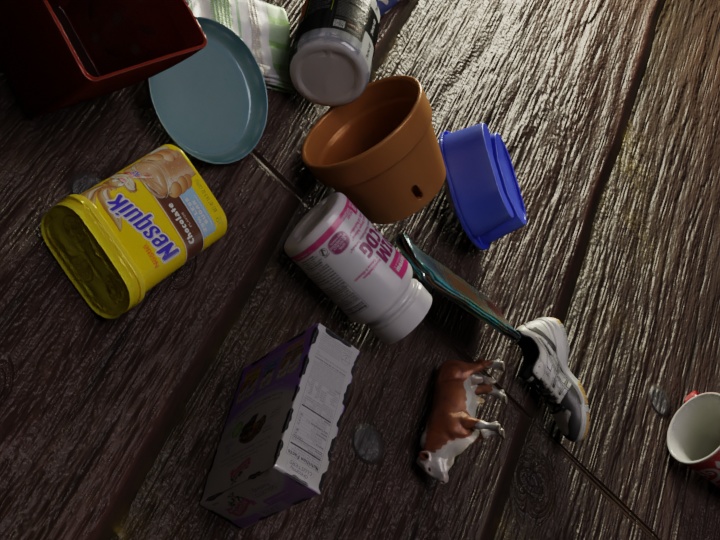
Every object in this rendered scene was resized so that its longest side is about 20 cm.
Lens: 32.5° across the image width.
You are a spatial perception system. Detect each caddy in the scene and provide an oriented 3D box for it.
[{"bbox_3d":[0.183,-0.134,1.951,0.141,0.104,0.202,20,53,-63],"label":"caddy"}]

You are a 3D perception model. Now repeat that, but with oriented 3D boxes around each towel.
[{"bbox_3d":[0.144,0.025,1.829,0.199,0.022,0.147,33,12,-27],"label":"towel"},{"bbox_3d":[-0.176,-0.342,1.775,0.198,0.031,0.151,7,65,-41],"label":"towel"}]

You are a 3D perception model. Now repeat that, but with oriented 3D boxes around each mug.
[{"bbox_3d":[0.645,0.300,2.136,0.199,0.133,0.179,37,50,-27],"label":"mug"}]

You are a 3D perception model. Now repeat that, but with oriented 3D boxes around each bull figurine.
[{"bbox_3d":[0.142,0.205,1.734,0.065,0.120,0.201,71,21,-45],"label":"bull figurine"}]

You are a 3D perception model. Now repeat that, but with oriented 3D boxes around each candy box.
[{"bbox_3d":[-0.096,0.187,1.474,0.071,0.167,0.201,34,50,-22],"label":"candy box"}]

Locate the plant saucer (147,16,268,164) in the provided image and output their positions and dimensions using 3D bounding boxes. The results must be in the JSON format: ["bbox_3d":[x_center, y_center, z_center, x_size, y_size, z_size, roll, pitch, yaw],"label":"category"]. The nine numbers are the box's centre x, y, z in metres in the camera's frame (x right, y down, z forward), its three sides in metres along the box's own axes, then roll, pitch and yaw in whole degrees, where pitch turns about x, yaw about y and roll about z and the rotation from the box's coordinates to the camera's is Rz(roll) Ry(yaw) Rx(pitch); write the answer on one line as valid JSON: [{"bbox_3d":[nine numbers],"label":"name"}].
[{"bbox_3d":[-0.210,-0.241,1.669,0.199,0.027,0.203,11,75,-43],"label":"plant saucer"}]

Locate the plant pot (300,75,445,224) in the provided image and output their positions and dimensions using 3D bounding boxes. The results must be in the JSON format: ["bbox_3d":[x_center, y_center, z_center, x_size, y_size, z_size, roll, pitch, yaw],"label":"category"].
[{"bbox_3d":[0.032,-0.163,1.776,0.141,0.198,0.201,55,41,-31],"label":"plant pot"}]

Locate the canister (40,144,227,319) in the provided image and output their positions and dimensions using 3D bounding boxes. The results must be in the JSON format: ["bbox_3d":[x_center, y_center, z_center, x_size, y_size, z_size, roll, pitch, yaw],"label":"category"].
[{"bbox_3d":[-0.269,-0.054,1.500,0.149,0.086,0.200,55,42,-6],"label":"canister"}]

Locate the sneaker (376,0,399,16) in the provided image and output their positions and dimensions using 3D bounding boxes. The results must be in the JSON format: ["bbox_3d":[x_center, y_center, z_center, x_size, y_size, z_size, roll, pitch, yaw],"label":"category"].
[{"bbox_3d":[0.063,-0.481,2.027,0.076,0.088,0.200,56,45,-7],"label":"sneaker"}]

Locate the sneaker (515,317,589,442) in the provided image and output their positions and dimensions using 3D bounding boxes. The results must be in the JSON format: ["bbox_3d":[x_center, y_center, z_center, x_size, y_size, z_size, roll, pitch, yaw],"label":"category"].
[{"bbox_3d":[0.290,0.175,1.923,0.087,0.076,0.202,-7,70,-28],"label":"sneaker"}]

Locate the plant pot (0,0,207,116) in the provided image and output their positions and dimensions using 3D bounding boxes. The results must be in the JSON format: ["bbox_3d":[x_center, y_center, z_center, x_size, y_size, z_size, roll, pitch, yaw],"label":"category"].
[{"bbox_3d":[-0.344,-0.296,1.489,0.199,0.176,0.201,-30,90,-47],"label":"plant pot"}]

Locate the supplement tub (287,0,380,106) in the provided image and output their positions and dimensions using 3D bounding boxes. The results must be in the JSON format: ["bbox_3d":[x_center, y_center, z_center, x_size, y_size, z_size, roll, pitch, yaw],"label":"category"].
[{"bbox_3d":[-0.035,-0.347,1.829,0.122,0.122,0.201,36,40,-23],"label":"supplement tub"}]

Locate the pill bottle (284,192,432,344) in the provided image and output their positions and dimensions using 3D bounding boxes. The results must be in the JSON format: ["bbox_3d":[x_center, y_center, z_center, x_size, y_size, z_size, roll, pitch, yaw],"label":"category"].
[{"bbox_3d":[0.000,0.000,1.700,0.200,0.113,0.114,45,45,-16],"label":"pill bottle"}]
